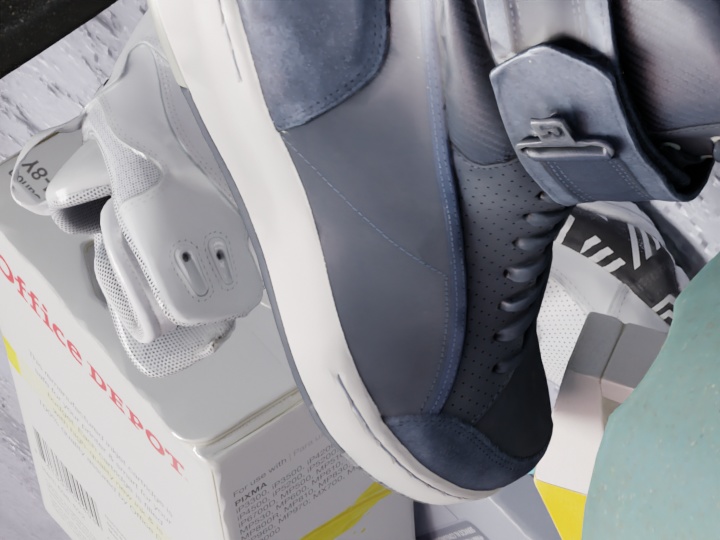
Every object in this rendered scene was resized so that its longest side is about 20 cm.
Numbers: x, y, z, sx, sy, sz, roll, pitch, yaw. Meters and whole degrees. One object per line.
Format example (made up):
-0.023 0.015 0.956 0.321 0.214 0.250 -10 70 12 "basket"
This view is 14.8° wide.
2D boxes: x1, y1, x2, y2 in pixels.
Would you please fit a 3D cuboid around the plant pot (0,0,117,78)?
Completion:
-0.199 -0.116 0.830 0.200 0.177 0.200 51 160 -19 "plant pot"

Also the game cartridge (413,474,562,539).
0.057 0.116 1.015 0.133 0.040 0.200 48 160 -3 "game cartridge"

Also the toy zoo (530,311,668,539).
0.124 0.070 0.727 0.199 0.021 0.131 16 151 18 "toy zoo"

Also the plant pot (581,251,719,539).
0.154 0.069 0.509 0.196 0.200 0.201 22 152 56 "plant pot"

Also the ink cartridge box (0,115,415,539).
-0.054 0.054 0.969 0.145 0.083 0.200 45 158 30 "ink cartridge box"

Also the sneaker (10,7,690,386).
0.000 0.000 0.768 0.200 0.115 0.075 43 161 2 "sneaker"

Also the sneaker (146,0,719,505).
0.051 -0.018 0.611 0.145 0.077 0.203 -3 138 21 "sneaker"
